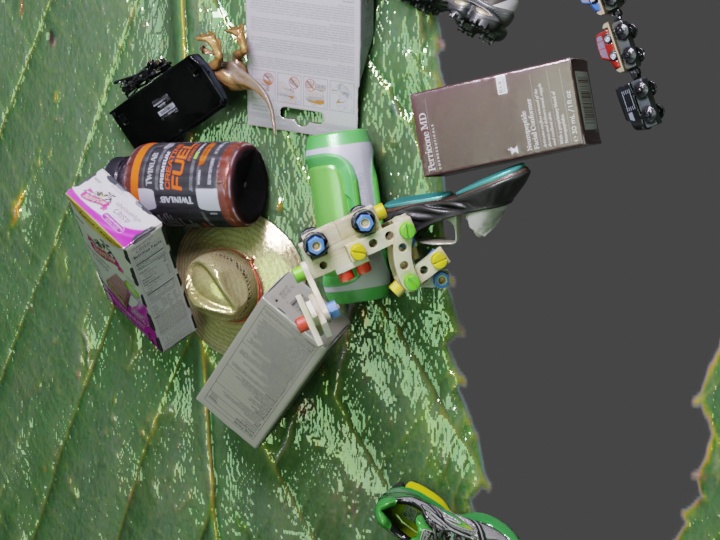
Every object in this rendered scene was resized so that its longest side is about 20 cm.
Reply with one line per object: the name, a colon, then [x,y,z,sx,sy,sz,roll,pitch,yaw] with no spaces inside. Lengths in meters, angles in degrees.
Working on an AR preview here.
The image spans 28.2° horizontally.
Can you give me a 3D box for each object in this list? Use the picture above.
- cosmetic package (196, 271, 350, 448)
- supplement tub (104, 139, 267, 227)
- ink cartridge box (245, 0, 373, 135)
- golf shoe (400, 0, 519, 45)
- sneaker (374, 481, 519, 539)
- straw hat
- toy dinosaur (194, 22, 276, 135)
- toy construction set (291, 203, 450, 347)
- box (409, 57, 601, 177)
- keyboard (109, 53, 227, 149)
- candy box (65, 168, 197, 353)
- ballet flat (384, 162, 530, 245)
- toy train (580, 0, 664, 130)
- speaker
cosmetic package: [-0.108,0.111,1.743,0.103,0.073,0.200,39,128,3]
supplement tub: [-0.224,-0.107,1.797,0.198,0.107,0.108,1,95,24]
ink cartridge box: [-0.063,-0.270,1.752,0.159,0.050,0.202,12,118,23]
golf shoe: [0.099,-0.341,1.655,0.199,0.078,0.095,30,89,17]
sneaker: [0.103,0.321,1.698,0.198,0.085,0.079,21,103,21]
straw hat: [-0.173,0.020,1.796,0.199,0.085,0.204,2,95,24]
toy dinosaur: [-0.154,-0.243,1.763,0.199,0.060,0.107,21,130,47]
toy construction set: [0.000,0.000,1.635,0.199,0.092,0.132,-28,103,-18]
box: [0.164,-0.173,1.631,0.198,0.075,0.101,-11,91,27]
keyboard: [-0.242,-0.222,1.810,0.199,0.040,0.105,-24,103,44]
candy box: [-0.282,-0.010,1.776,0.136,0.061,0.201,39,154,36]
ballet flat: [0.119,-0.070,1.670,0.199,0.068,0.069,-14,99,35]
toy train: [0.286,-0.251,1.591,0.046,0.034,0.202,-20,87,37]
speaker: [-0.015,-0.064,1.715,0.088,0.088,0.202,-6,93,25]
